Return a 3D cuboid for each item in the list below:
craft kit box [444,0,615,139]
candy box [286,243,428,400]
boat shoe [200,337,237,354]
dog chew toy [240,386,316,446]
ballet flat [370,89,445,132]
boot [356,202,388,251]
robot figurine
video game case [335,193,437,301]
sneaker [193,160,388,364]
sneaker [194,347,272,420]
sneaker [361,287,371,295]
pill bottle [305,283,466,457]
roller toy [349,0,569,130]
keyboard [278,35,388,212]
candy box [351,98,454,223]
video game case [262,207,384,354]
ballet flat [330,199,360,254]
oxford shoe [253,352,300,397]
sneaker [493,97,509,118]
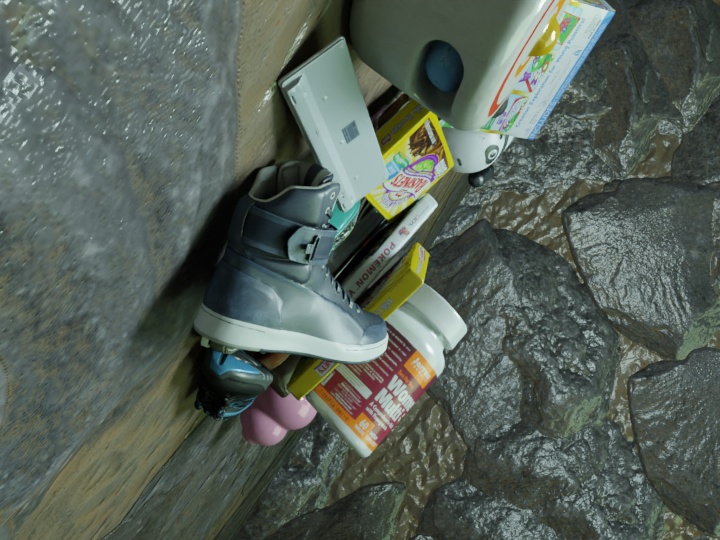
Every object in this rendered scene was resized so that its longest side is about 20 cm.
[{"bbox_3d":[0.191,-0.265,0.954,0.193,0.049,0.202,-2,137,-35],"label":"craft kit box"},{"bbox_3d":[-0.001,0.056,0.855,0.200,0.026,0.103,-45,-171,17],"label":"candy box"},{"bbox_3d":[-0.094,0.040,0.773,0.073,0.060,0.201,-58,173,22],"label":"boat shoe"},{"bbox_3d":[-0.103,0.179,1.137,0.200,0.124,0.125,-47,172,-3],"label":"dog chew toy"},{"bbox_3d":[0.064,-0.175,0.814,0.200,0.070,0.071,-47,-166,-35],"label":"ballet flat"},{"bbox_3d":[0.045,-0.078,1.160,0.201,0.072,0.144,-51,177,34],"label":"boot"},{"bbox_3d":[0.176,-0.224,1.141,0.125,0.151,0.200,-43,-179,33],"label":"robot figurine"},{"bbox_3d":[0.000,0.000,0.922,0.183,0.023,0.200,-48,-176,-18],"label":"video game case"},{"bbox_3d":[-0.030,-0.006,0.625,0.200,0.076,0.150,13,96,-48],"label":"sneaker"},{"bbox_3d":[-0.139,0.126,0.810,0.083,0.073,0.200,-52,172,-10],"label":"sneaker"},{"bbox_3d":[-0.001,0.095,1.023,0.202,0.069,0.100,99,10,-62],"label":"sneaker"},{"bbox_3d":[0.034,0.117,0.925,0.200,0.109,0.110,-46,172,-9],"label":"pill bottle"},{"bbox_3d":[0.091,-0.211,0.575,0.184,0.138,0.200,-58,173,29],"label":"roller toy"},{"bbox_3d":[-0.015,-0.107,0.605,0.056,0.011,0.201,-41,157,-6],"label":"keyboard"},{"bbox_3d":[0.043,-0.106,0.770,0.102,0.027,0.200,-40,167,6],"label":"candy box"},{"bbox_3d":[-0.042,0.003,0.973,0.200,0.023,0.182,-48,180,41],"label":"video game case"},{"bbox_3d":[-0.070,-0.013,0.709,0.200,0.074,0.075,-45,168,-40],"label":"ballet flat"},{"bbox_3d":[-0.070,0.096,1.056,0.070,0.074,0.200,-11,-157,45],"label":"oxford shoe"},{"bbox_3d":[0.137,-0.218,0.849,0.065,0.093,0.201,-14,152,10],"label":"sneaker"}]
